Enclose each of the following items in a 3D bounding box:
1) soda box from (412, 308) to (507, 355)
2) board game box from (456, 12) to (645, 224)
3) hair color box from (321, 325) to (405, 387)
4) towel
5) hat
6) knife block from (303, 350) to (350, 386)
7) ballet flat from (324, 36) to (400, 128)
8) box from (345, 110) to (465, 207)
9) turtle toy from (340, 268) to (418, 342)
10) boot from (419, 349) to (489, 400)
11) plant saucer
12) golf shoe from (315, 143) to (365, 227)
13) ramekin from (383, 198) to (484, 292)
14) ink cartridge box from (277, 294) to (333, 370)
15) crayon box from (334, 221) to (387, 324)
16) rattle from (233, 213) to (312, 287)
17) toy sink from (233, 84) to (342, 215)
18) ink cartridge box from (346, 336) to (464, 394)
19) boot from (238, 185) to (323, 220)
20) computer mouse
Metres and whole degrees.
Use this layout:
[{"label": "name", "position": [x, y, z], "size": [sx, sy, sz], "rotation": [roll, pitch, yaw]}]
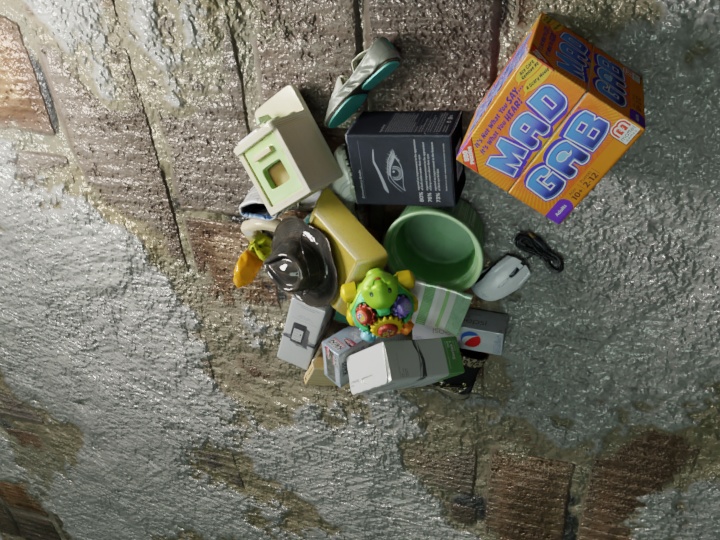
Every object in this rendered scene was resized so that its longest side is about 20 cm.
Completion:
[{"label": "soda box", "position": [0.215, 0.124, 1.473], "size": [0.198, 0.068, 0.064], "rotation": [9, 128, 15]}, {"label": "board game box", "position": [0.302, -0.242, 1.076], "size": [0.199, 0.200, 0.200], "rotation": [31, 130, -3]}, {"label": "hair color box", "position": [0.011, 0.161, 1.498], "size": [0.060, 0.199, 0.100], "rotation": [33, 139, 37]}, {"label": "towel", "position": [0.117, 0.069, 1.381], "size": [0.198, 0.024, 0.153], "rotation": [16, 146, 7]}, {"label": "hat", "position": [-0.136, -0.006, 1.335], "size": [0.200, 0.081, 0.202], "rotation": [25, 126, 40]}, {"label": "knife block", "position": [-0.009, 0.233, 1.570], "size": [0.175, 0.200, 0.064], "rotation": [36, 130, 10]}, {"label": "ballet flat", "position": [-0.007, -0.341, 1.227], "size": [0.200, 0.067, 0.064], "rotation": [-38, 78, 37]}, {"label": "box", "position": [0.086, -0.207, 1.252], "size": [0.198, 0.105, 0.149], "rotation": [5, 128, 19]}, {"label": "turtle toy", "position": [0.040, 0.064, 1.267], "size": [0.145, 0.102, 0.201], "rotation": [-13, 140, 0]}, {"label": "boot", "position": [0.184, 0.210, 1.547], "size": [0.199, 0.073, 0.151], "rotation": [22, 132, 0]}, {"label": "plant saucer", "position": [-0.055, -0.025, 1.337], "size": [0.200, 0.048, 0.201], "rotation": [48, 136, 21]}, {"label": "golf shoe", "position": [-0.046, -0.150, 1.346], "size": [0.096, 0.079, 0.201], "rotation": [-6, 122, 4]}, {"label": "ramekin", "position": [0.152, -0.056, 1.344], "size": [0.198, 0.098, 0.201], "rotation": [11, 129, 14]}, {"label": "ink cartridge box", "position": [-0.112, 0.103, 1.537], "size": [0.083, 0.146, 0.201], "rotation": [22, 131, 4]}, {"label": "crayon box", "position": [0.000, 0.000, 1.426], "size": [0.051, 0.126, 0.201], "rotation": [18, 130, -2]}, {"label": "rattle", "position": [-0.171, -0.042, 1.447], "size": [0.198, 0.143, 0.131], "rotation": [6, 136, 22]}, {"label": "toy sink", "position": [-0.150, -0.227, 1.281], "size": [0.130, 0.112, 0.201], "rotation": [-22, 98, 43]}, {"label": "ink cartridge box", "position": [0.091, 0.198, 1.410], "size": [0.199, 0.085, 0.146], "rotation": [1, 160, -35]}, {"label": "boot", "position": [-0.151, -0.138, 1.403], "size": [0.198, 0.096, 0.074], "rotation": [-1, 125, 20]}, {"label": "computer mouse", "position": [0.303, 0.010, 1.369], "size": [0.109, 0.044, 0.200], "rotation": [39, 130, -10]}]
